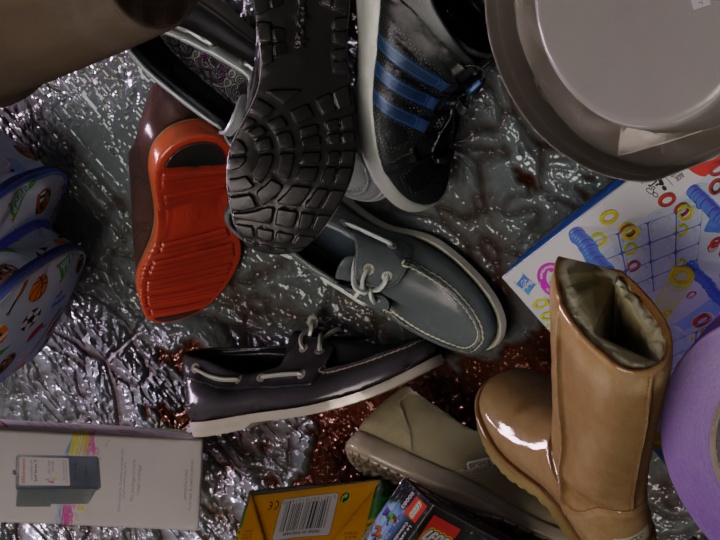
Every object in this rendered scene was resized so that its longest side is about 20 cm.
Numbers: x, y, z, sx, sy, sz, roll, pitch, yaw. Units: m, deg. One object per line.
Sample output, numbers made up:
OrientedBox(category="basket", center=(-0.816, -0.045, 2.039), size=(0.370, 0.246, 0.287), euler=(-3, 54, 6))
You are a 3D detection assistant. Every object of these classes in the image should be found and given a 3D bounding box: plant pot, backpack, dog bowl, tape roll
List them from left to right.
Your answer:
OrientedBox(category="backpack", center=(-0.284, -0.005, 1.719), size=(0.154, 0.200, 0.191), euler=(27, 124, 11))
OrientedBox(category="plant pot", center=(-0.195, -0.197, 1.512), size=(0.173, 0.200, 0.200), euler=(0, 119, 34))
OrientedBox(category="dog bowl", center=(0.165, -0.150, 1.352), size=(0.200, 0.059, 0.200), euler=(8, 103, 37))
OrientedBox(category="tape roll", center=(0.272, 0.095, 1.395), size=(0.200, 0.066, 0.200), euler=(18, 128, 25))

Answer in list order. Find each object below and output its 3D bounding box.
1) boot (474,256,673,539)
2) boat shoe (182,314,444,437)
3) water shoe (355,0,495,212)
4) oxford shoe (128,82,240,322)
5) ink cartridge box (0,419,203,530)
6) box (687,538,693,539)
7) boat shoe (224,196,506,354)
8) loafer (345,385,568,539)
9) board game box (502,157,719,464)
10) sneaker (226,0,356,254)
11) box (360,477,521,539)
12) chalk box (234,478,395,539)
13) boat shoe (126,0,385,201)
OrientedBox(category="boot", center=(0.125, 0.063, 1.452), size=(0.175, 0.066, 0.200), euler=(48, 156, 37))
OrientedBox(category="boat shoe", center=(-0.038, 0.064, 1.663), size=(0.200, 0.073, 0.063), euler=(-15, 92, 31))
OrientedBox(category="water shoe", center=(0.043, -0.120, 1.484), size=(0.079, 0.071, 0.200), euler=(12, 125, 31))
OrientedBox(category="oxford shoe", center=(-0.122, -0.044, 1.670), size=(0.200, 0.071, 0.073), euler=(102, 150, -47))
OrientedBox(category="ink cartridge box", center=(-0.217, 0.141, 1.736), size=(0.117, 0.200, 0.067), euler=(179, 95, -78))
OrientedBox(category="box", center=(0.222, 0.287, 1.662), size=(0.200, 0.021, 0.163), euler=(52, 133, -5))
OrientedBox(category="boat shoe", center=(0.000, 0.000, 1.601), size=(0.200, 0.062, 0.073), euler=(35, 132, 11))
OrientedBox(category="loafer", center=(0.091, 0.133, 1.618), size=(0.200, 0.068, 0.076), euler=(24, 166, 2))
OrientedBox(category="board game box", center=(0.217, 0.019, 1.467), size=(0.196, 0.056, 0.200), euler=(49, 134, -1))
OrientedBox(category="sneaker", center=(-0.035, -0.110, 1.510), size=(0.076, 0.088, 0.200), euler=(8, 98, 0))
OrientedBox(category="box", center=(0.062, 0.229, 1.577), size=(0.200, 0.137, 0.038), euler=(31, -173, -39))
OrientedBox(category="chalk box", center=(0.012, 0.244, 1.686), size=(0.125, 0.124, 0.200), euler=(-9, 142, 39))
OrientedBox(category="boat shoe", center=(-0.067, -0.102, 1.574), size=(0.201, 0.072, 0.070), euler=(38, 133, 7))
